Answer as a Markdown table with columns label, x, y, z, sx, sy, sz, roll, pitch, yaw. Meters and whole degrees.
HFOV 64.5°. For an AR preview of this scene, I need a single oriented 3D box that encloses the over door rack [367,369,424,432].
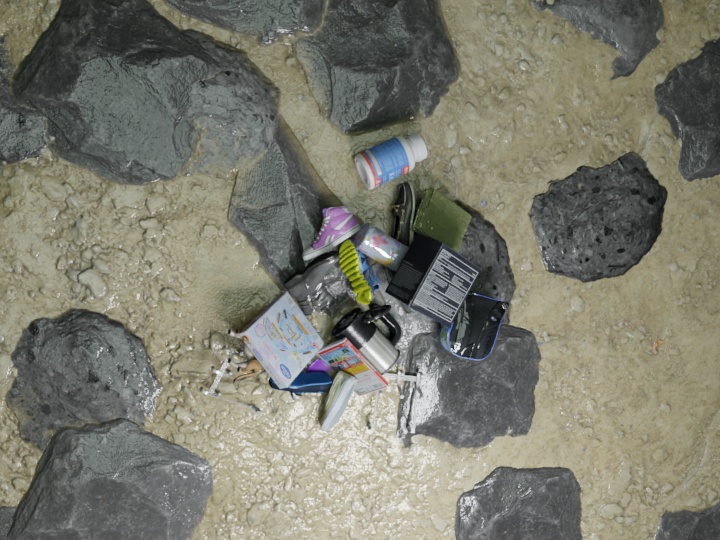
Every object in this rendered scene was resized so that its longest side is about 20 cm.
| label | x | y | z | sx | sy | sz | roll | pitch | yaw |
| --- | --- | --- | --- | --- | --- | --- | --- | --- | --- |
| over door rack | 0.115 | 0.409 | 1.769 | 0.147 | 0.067 | 0.201 | 8 | 92 | -14 |

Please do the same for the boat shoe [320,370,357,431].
| label | x | y | z | sx | sy | sz | roll | pitch | yaw |
| --- | --- | --- | --- | --- | --- | --- | --- | --- | --- |
| boat shoe | -0.075 | 0.394 | 1.728 | 0.062 | 0.072 | 0.200 | 33 | 103 | 24 |

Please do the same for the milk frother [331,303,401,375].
| label | x | y | z | sx | sy | sz | roll | pitch | yaw |
| --- | --- | --- | --- | --- | --- | --- | --- | --- | --- |
| milk frother | 0.048 | 0.198 | 1.674 | 0.181 | 0.200 | 0.188 | -45 | 103 | -7 |

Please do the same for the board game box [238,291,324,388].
| label | x | y | z | sx | sy | sz | roll | pitch | yaw |
| --- | --- | --- | --- | --- | --- | --- | --- | --- | --- |
| board game box | -0.220 | 0.196 | 1.632 | 0.200 | 0.041 | 0.200 | 56 | 44 | -12 |

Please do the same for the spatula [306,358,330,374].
| label | x | y | z | sx | sy | sz | roll | pitch | yaw |
| --- | --- | --- | --- | --- | --- | --- | --- | --- | --- |
| spatula | -0.174 | 0.254 | 1.716 | 0.057 | 0.021 | 0.200 | -45 | 102 | -2 |

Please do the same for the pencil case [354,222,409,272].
| label | x | y | z | sx | sy | sz | roll | pitch | yaw |
| --- | --- | --- | --- | --- | --- | --- | --- | --- | --- |
| pencil case | 0.080 | -0.063 | 1.679 | 0.200 | 0.083 | 0.091 | 27 | 67 | -19 |

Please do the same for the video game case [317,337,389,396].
| label | x | y | z | sx | sy | sz | roll | pitch | yaw |
| --- | --- | --- | --- | --- | --- | --- | --- | --- | --- |
| video game case | -0.023 | 0.291 | 1.703 | 0.200 | 0.143 | 0.017 | 48 | 47 | -13 |

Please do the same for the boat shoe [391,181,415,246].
| label | x | y | z | sx | sy | sz | roll | pitch | yaw |
| --- | --- | --- | --- | --- | --- | --- | --- | --- | --- |
| boat shoe | 0.125 | -0.169 | 1.729 | 0.060 | 0.072 | 0.202 | -2 | 98 | -18 |

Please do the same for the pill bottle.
| label | x | y | z | sx | sy | sz | roll | pitch | yaw |
| --- | --- | --- | --- | --- | --- | --- | --- | --- | --- |
| pill bottle | 0.092 | -0.329 | 1.688 | 0.200 | 0.112 | 0.112 | -26 | 100 | -9 |

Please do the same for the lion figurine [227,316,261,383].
| label | x | y | z | sx | sy | sz | roll | pitch | yaw |
| --- | --- | --- | --- | --- | --- | --- | --- | --- | --- |
| lion figurine | -0.309 | 0.224 | 1.617 | 0.122 | 0.072 | 0.201 | 20 | 63 | -45 |

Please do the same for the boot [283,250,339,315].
| label | x | y | z | sx | sy | sz | roll | pitch | yaw |
| --- | --- | --- | --- | --- | --- | --- | --- | --- | --- |
| boot | -0.116 | 0.038 | 1.676 | 0.200 | 0.070 | 0.132 | -32 | 104 | 20 |

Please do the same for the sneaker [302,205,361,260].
| label | x | y | z | sx | sy | sz | roll | pitch | yaw |
| --- | --- | --- | --- | --- | --- | --- | --- | --- | --- |
| sneaker | -0.107 | -0.118 | 1.682 | 0.200 | 0.073 | 0.114 | -35 | 98 | -20 |

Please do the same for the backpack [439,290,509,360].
| label | x | y | z | sx | sy | sz | roll | pitch | yaw |
| --- | --- | --- | --- | --- | --- | --- | --- | --- | --- |
| backpack | 0.335 | 0.169 | 1.770 | 0.183 | 0.147 | 0.201 | 16 | 87 | -16 |

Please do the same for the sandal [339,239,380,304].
| label | x | y | z | sx | sy | sz | roll | pitch | yaw |
| --- | --- | --- | --- | --- | --- | --- | --- | --- | --- |
| sandal | 0.000 | 0.000 | 1.721 | 0.087 | 0.079 | 0.201 | -22 | 93 | -48 |

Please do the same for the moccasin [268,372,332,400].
| label | x | y | z | sx | sy | sz | roll | pitch | yaw |
| --- | --- | --- | --- | --- | --- | --- | --- | --- | --- |
| moccasin | -0.176 | 0.344 | 1.679 | 0.200 | 0.081 | 0.068 | 10 | 119 | -26 |

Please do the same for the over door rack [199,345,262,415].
| label | x | y | z | sx | sy | sz | roll | pitch | yaw |
| --- | --- | --- | --- | --- | --- | --- | --- | --- | --- |
| over door rack | -0.349 | 0.318 | 1.662 | 0.200 | 0.067 | 0.148 | 29 | 87 | -28 |

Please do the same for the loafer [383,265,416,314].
| label | x | y | z | sx | sy | sz | roll | pitch | yaw |
| --- | --- | --- | --- | --- | --- | --- | --- | --- | --- |
| loafer | 0.113 | 0.044 | 1.748 | 0.072 | 0.063 | 0.200 | -23 | 84 | -37 |

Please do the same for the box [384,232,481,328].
| label | x | y | z | sx | sy | sz | roll | pitch | yaw |
| --- | --- | --- | --- | --- | --- | --- | --- | --- | --- |
| box | 0.211 | 0.029 | 1.639 | 0.200 | 0.123 | 0.199 | 29 | 91 | -40 |

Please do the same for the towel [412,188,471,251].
| label | x | y | z | sx | sy | sz | roll | pitch | yaw |
| --- | --- | --- | --- | --- | --- | --- | --- | --- | --- |
| towel | 0.251 | -0.151 | 1.758 | 0.200 | 0.036 | 0.149 | 26 | 82 | -30 |
